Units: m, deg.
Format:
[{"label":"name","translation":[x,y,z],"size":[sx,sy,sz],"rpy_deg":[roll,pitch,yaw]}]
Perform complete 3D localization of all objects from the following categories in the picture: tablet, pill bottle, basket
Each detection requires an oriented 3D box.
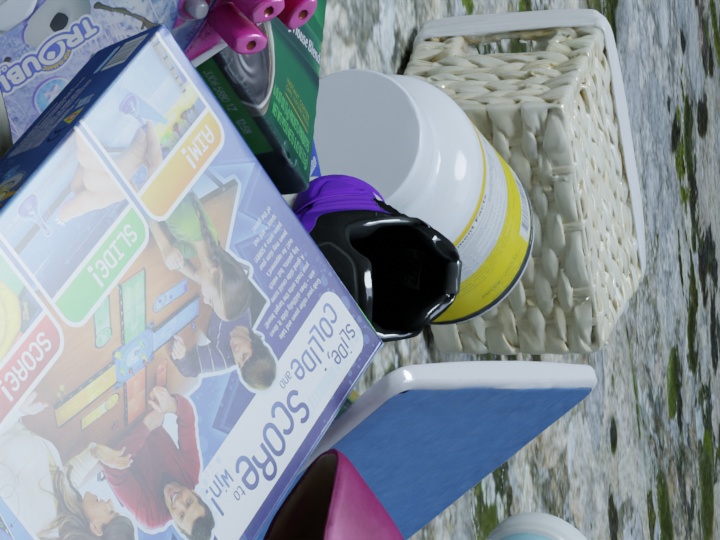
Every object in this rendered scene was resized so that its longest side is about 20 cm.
[{"label":"tablet","translation":[-0.016,0.092,0.867],"size":[0.130,0.200,0.014],"rpy_deg":[3,52,-52]},{"label":"pill bottle","translation":[0.023,-0.043,1.338],"size":[0.200,0.111,0.113],"rpy_deg":[39,50,-67]},{"label":"basket","translation":[0.101,-0.053,1.563],"size":[0.124,0.135,0.201],"rpy_deg":[-58,142,-55]}]

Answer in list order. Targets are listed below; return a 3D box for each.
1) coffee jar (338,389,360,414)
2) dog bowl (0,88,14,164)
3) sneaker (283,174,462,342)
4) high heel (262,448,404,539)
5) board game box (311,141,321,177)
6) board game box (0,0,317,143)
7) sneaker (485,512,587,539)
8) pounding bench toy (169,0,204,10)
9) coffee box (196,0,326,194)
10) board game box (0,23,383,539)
[{"label":"coffee jar","translation":[-0.037,0.094,1.051],"size":[0.200,0.103,0.086],"rpy_deg":[-145,-131,-85]},{"label":"dog bowl","translation":[-0.181,-0.001,0.679],"size":[0.200,0.073,0.202],"rpy_deg":[8,90,-66]},{"label":"sneaker","translation":[0.000,0.001,1.045],"size":[0.200,0.099,0.070],"rpy_deg":[-34,122,-71]},{"label":"high heel","translation":[-0.047,0.128,0.697],"size":[0.200,0.067,0.097],"rpy_deg":[-29,103,-58]},{"label":"board game box","translation":[-0.075,-0.075,1.057],"size":[0.200,0.041,0.201],"rpy_deg":[-65,148,-58]},{"label":"board game box","translation":[-0.123,-0.102,0.777],"size":[0.026,0.199,0.201],"rpy_deg":[47,-12,40]},{"label":"sneaker","translation":[0.077,0.202,0.969],"size":[0.082,0.073,0.202],"rpy_deg":[-18,101,-78]},{"label":"pounding bench toy","translation":[-0.084,-0.178,0.865],"size":[0.125,0.198,0.157],"rpy_deg":[-76,155,-45]},{"label":"coffee box","translation":[-0.049,-0.148,1.010],"size":[0.123,0.044,0.201],"rpy_deg":[59,31,-55]},{"label":"board game box","translation":[-0.079,0.037,0.718],"size":[0.136,0.034,0.200],"rpy_deg":[56,43,-21]}]
